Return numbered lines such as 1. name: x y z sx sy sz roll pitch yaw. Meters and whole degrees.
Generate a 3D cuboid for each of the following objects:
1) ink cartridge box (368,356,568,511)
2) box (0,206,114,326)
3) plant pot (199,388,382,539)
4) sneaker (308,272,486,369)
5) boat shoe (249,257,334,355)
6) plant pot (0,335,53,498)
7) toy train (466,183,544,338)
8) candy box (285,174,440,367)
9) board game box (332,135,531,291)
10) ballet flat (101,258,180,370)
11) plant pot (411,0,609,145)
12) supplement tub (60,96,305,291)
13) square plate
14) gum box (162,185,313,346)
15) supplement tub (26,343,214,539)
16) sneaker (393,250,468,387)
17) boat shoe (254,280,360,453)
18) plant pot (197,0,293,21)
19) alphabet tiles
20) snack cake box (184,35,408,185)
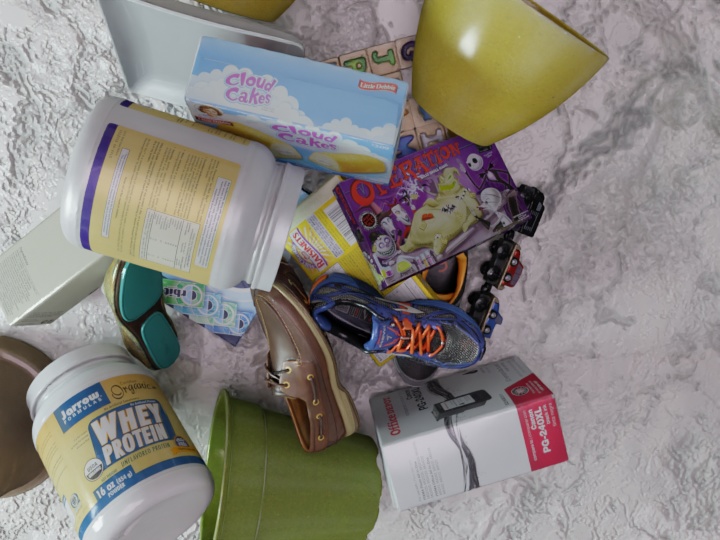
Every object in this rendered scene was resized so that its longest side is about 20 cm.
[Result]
1. ink cartridge box: 0.116 0.183 0.892 0.198 0.145 0.084 -16 102 -2
2. box: -0.314 -0.022 0.858 0.199 0.068 0.083 -32 78 16
3. plant pot: -0.080 0.249 0.902 0.188 0.200 0.202 9 102 -16
4. sneaker: 0.034 0.064 0.812 0.198 0.078 0.076 14 108 7
5. boat shoe: -0.075 0.077 0.886 0.070 0.070 0.201 -28 121 -6
6. plant pot: -0.445 0.194 0.876 0.198 0.175 0.202 0 103 -1
7. toy train: 0.170 -0.004 0.919 0.045 0.034 0.202 18 101 -17
8. candy box: 0.000 0.000 0.856 0.102 0.026 0.201 -36 96 20
9. board game box: 0.081 -0.071 0.839 0.199 0.032 0.121 -25 81 -23
10. ballet flat: -0.251 0.036 0.855 0.070 0.071 0.201 -3 138 -1
11. plant pot: 0.133 -0.216 0.802 0.199 0.200 0.143 31 114 -7
12. supplement tub: -0.164 -0.067 0.735 0.198 0.145 0.147 17 101 -7
13. square plate: -0.155 -0.214 0.795 0.196 0.200 0.029 14 75 -4
14. gum box: -0.163 -0.041 0.896 0.169 0.045 0.201 31 99 -8
15. supplement tub: -0.263 0.193 0.834 0.145 0.145 0.200 -44 64 8
16. sneaker: 0.080 0.044 0.904 0.077 0.077 0.202 9 103 -5
17. boat shoe: -0.065 0.107 0.809 0.067 0.072 0.201 -33 116 -24
18. plant pot: -0.115 -0.331 0.759 0.198 0.200 0.143 16 110 -5
19. alphabet tiles: 0.047 -0.161 0.895 0.166 0.008 0.202 -15 101 2
20. snack cake box: -0.059 -0.151 0.751 0.198 0.115 0.068 13 79 2
